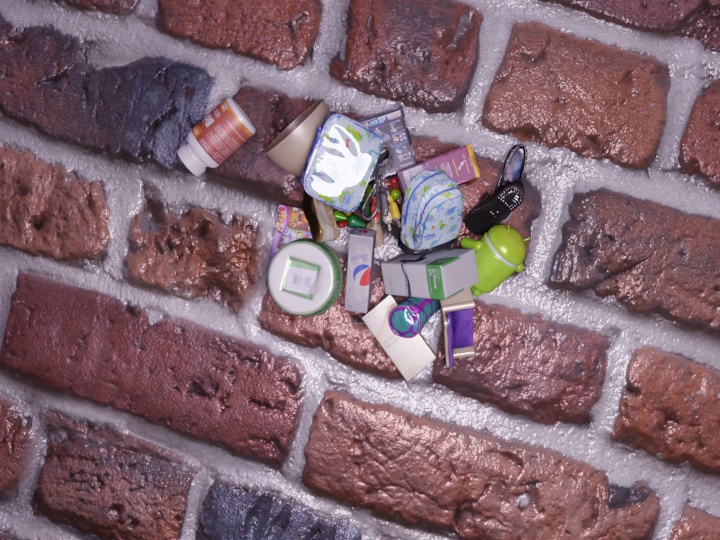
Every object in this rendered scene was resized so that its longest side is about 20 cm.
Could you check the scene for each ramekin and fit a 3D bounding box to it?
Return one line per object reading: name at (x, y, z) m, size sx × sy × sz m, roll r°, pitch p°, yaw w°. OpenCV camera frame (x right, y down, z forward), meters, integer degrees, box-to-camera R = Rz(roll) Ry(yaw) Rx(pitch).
ramekin at (-0.143, 0.019, 1.381) m, size 0.192 × 0.098 × 0.208 m, roll 0°, pitch 91°, yaw 3°

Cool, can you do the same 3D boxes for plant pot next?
plant pot at (-0.129, -0.313, 1.383) m, size 0.199 × 0.201 × 0.135 m, roll -41°, pitch 111°, yaw 4°

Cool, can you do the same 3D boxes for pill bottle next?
pill bottle at (-0.380, -0.346, 1.426) m, size 0.198 × 0.112 × 0.113 m, roll -40°, pitch 88°, yaw 4°

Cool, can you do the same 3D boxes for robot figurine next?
robot figurine at (0.327, -0.027, 1.351) m, size 0.171 × 0.118 × 0.201 m, roll 21°, pitch 128°, yaw -27°

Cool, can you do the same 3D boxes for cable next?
cable at (0.047, -0.201, 1.345) m, size 0.094 × 0.050 × 0.208 m, roll -5°, pitch 87°, yaw 13°

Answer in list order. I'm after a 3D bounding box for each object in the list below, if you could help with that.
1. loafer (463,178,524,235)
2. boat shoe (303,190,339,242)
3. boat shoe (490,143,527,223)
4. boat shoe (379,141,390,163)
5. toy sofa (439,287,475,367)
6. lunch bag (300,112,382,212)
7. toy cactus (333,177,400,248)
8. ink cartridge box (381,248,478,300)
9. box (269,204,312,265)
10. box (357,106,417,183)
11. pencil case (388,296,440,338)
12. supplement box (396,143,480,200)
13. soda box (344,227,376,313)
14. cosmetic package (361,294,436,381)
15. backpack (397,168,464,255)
loafer at (0.340, -0.157, 1.361) m, size 0.073 × 0.199 × 0.071 m, roll 48°, pitch 50°, yaw -6°
boat shoe at (-0.101, -0.150, 1.391) m, size 0.064 × 0.075 × 0.205 m, roll 5°, pitch 51°, yaw -26°
boat shoe at (0.384, -0.224, 1.391) m, size 0.068 × 0.066 × 0.206 m, roll 20°, pitch 93°, yaw 4°
boat shoe at (-0.003, -0.257, 1.380) m, size 0.198 × 0.074 × 0.064 m, roll -33°, pitch 121°, yaw -3°
toy sofa at (0.241, 0.144, 1.342) m, size 0.080 × 0.100 × 0.204 m, roll -8°, pitch 134°, yaw 4°
lunch bag at (-0.048, -0.257, 1.287) m, size 0.156 × 0.083 × 0.205 m, roll 20°, pitch 101°, yaw -18°
toy cactus at (0.024, -0.141, 1.410) m, size 0.194 × 0.103 × 0.170 m, roll -21°, pitch 104°, yaw 6°
ink cartridge box at (0.166, 0.004, 1.323) m, size 0.196 × 0.144 × 0.086 m, roll 2°, pitch 109°, yaw 46°
box at (-0.166, -0.061, 1.451) m, size 0.132 × 0.039 × 0.208 m, roll 9°, pitch 92°, yaw 4°
box at (0.039, -0.319, 1.427) m, size 0.193 × 0.046 × 0.165 m, roll -16°, pitch 90°, yaw 5°
pencil case at (0.142, 0.094, 1.347) m, size 0.085 × 0.199 × 0.093 m, roll 46°, pitch 121°, yaw 6°
supplement box at (0.194, -0.236, 1.384) m, size 0.194 × 0.110 × 0.088 m, roll -20°, pitch 89°, yaw 5°
soda box at (0.000, 0.000, 1.393) m, size 0.061 × 0.068 × 0.207 m, roll 8°, pitch 110°, yaw 7°
cosmetic package at (0.100, 0.171, 1.419) m, size 0.103 × 0.073 × 0.202 m, roll -38°, pitch 89°, yaw 4°
backpack at (0.171, -0.139, 1.287) m, size 0.158 × 0.154 × 0.206 m, roll -14°, pitch 123°, yaw -16°
